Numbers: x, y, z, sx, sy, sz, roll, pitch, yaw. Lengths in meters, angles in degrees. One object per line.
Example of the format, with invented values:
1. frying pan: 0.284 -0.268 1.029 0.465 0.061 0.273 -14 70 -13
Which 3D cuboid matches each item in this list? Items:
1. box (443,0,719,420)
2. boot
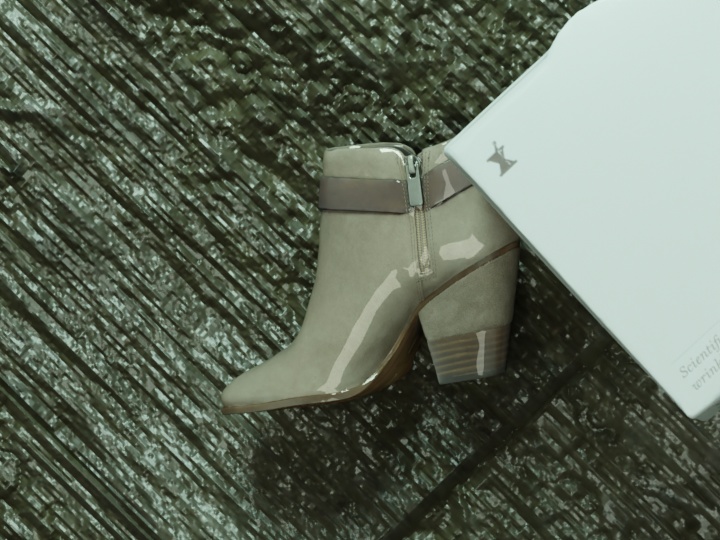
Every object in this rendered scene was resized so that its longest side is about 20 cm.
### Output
1. box: 0.188 -0.055 1.536 0.199 0.131 0.200 -43 80 6
2. boot: 0.000 0.000 1.668 0.199 0.070 0.147 -11 94 14
